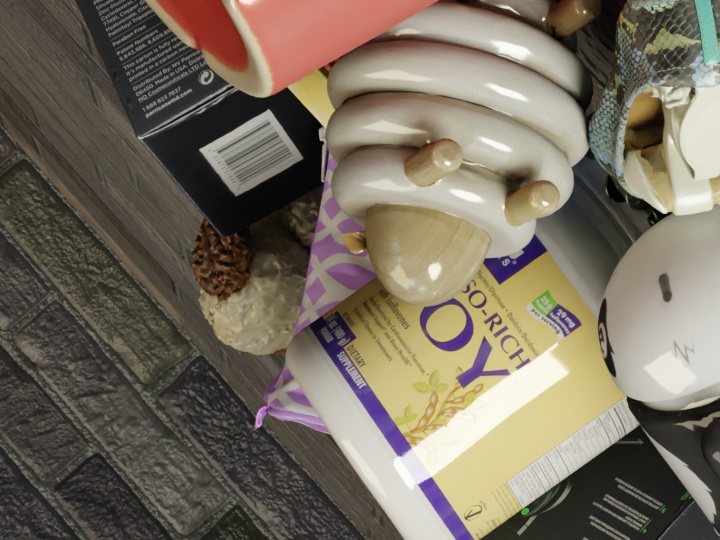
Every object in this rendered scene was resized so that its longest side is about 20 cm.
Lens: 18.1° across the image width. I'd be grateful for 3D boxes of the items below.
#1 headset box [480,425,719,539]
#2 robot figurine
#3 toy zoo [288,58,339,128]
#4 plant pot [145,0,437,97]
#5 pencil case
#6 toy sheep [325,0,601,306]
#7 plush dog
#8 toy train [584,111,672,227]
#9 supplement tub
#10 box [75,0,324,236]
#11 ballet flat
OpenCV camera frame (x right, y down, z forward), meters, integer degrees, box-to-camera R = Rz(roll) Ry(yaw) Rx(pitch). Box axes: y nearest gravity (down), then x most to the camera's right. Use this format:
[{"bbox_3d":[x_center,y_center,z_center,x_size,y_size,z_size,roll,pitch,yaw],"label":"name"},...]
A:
[{"bbox_3d":[0.140,0.129,1.244,0.174,0.200,0.093,25,154,51],"label":"headset box"},{"bbox_3d":[0.192,0.060,1.033,0.200,0.125,0.150,52,169,-18],"label":"robot figurine"},{"bbox_3d":[-0.043,-0.140,1.232,0.131,0.020,0.200,49,-167,-22],"label":"toy zoo"},{"bbox_3d":[-0.018,-0.180,0.927,0.201,0.177,0.201,47,170,11],"label":"plant pot"},{"bbox_3d":[0.000,0.000,1.303,0.085,0.202,0.084,12,171,-5],"label":"pencil case"},{"bbox_3d":[0.048,-0.078,1.034,0.137,0.201,0.138,16,164,5],"label":"toy sheep"},{"bbox_3d":[-0.038,-0.010,1.590,0.160,0.172,0.200,42,166,32],"label":"plush dog"},{"bbox_3d":[0.173,-0.004,1.114,0.201,0.046,0.034,55,171,-21],"label":"toy train"},{"bbox_3d":[0.077,0.043,1.189,0.146,0.199,0.145,54,178,2],"label":"supplement tub"},{"bbox_3d":[-0.100,-0.147,1.383,0.201,0.104,0.148,64,-175,27],"label":"box"},{"bbox_3d":[0.136,-0.061,0.968,0.074,0.074,0.200,45,170,20],"label":"ballet flat"}]
